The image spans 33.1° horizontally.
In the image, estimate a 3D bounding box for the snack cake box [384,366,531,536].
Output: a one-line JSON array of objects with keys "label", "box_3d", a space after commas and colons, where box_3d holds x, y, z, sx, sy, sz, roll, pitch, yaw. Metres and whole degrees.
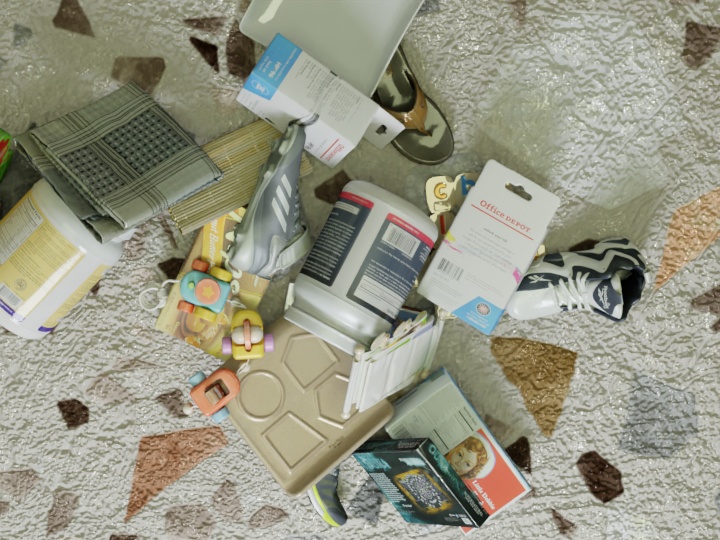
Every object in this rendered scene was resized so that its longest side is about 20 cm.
[{"label": "snack cake box", "box_3d": [0.131, 0.249, 1.672, 0.114, 0.067, 0.201, -35, 103, 2]}]

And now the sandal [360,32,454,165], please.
[{"label": "sandal", "box_3d": [0.057, -0.227, 1.590, 0.081, 0.055, 0.202, -25, 100, 1]}]

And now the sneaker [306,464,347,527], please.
[{"label": "sneaker", "box_3d": [-0.047, 0.258, 1.670, 0.080, 0.074, 0.202, -18, 103, -3]}]

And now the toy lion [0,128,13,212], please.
[{"label": "toy lion", "box_3d": [-0.481, -0.105, 1.497, 0.068, 0.200, 0.192, 32, 115, -7]}]

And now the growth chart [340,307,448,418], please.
[{"label": "growth chart", "box_3d": [0.047, 0.116, 1.580, 0.018, 0.199, 0.146, 36, 127, 27]}]

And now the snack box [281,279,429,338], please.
[{"label": "snack box", "box_3d": [-0.009, 0.070, 1.658, 0.197, 0.024, 0.073, 13, 99, -5]}]

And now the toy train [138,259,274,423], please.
[{"label": "toy train", "box_3d": [-0.196, 0.087, 1.561, 0.149, 0.056, 0.202, -30, 91, -6]}]

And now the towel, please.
[{"label": "towel", "box_3d": [-0.301, -0.142, 1.511, 0.199, 0.035, 0.193, -34, 72, -34]}]

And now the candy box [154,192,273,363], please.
[{"label": "candy box", "box_3d": [-0.182, 0.008, 1.623, 0.114, 0.055, 0.202, 26, 98, -7]}]

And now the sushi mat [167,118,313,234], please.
[{"label": "sushi mat", "box_3d": [-0.166, -0.130, 1.580, 0.198, 0.012, 0.097, -27, 88, -15]}]

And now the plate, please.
[{"label": "plate", "box_3d": [-0.027, -0.347, 1.559, 0.198, 0.032, 0.201, 31, 99, 6]}]

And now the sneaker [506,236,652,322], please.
[{"label": "sneaker", "box_3d": [0.295, 0.027, 1.603, 0.197, 0.130, 0.080, -15, 109, -5]}]

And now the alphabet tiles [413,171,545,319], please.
[{"label": "alphabet tiles", "box_3d": [0.152, -0.035, 1.651, 0.197, 0.015, 0.198, -6, 101, -1]}]

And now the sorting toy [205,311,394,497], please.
[{"label": "sorting toy", "box_3d": [-0.081, 0.170, 1.621, 0.185, 0.036, 0.201, -39, 90, -11]}]

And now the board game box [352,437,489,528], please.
[{"label": "board game box", "box_3d": [0.076, 0.283, 1.621, 0.028, 0.199, 0.136, -42, 101, -25]}]

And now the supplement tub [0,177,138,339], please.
[{"label": "supplement tub", "box_3d": [-0.397, -0.028, 1.560, 0.200, 0.145, 0.145, -44, 100, 5]}]

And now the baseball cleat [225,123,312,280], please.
[{"label": "baseball cleat", "box_3d": [-0.096, -0.085, 1.557, 0.105, 0.070, 0.202, 23, 106, -18]}]

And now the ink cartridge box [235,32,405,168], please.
[{"label": "ink cartridge box", "box_3d": [-0.053, -0.202, 1.552, 0.199, 0.116, 0.068, 34, 73, -8]}]

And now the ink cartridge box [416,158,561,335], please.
[{"label": "ink cartridge box", "box_3d": [0.172, -0.033, 1.597, 0.114, 0.068, 0.202, 30, 99, 10]}]

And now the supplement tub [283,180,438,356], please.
[{"label": "supplement tub", "box_3d": [0.000, 0.000, 1.560, 0.139, 0.140, 0.202, 29, 86, -8]}]
